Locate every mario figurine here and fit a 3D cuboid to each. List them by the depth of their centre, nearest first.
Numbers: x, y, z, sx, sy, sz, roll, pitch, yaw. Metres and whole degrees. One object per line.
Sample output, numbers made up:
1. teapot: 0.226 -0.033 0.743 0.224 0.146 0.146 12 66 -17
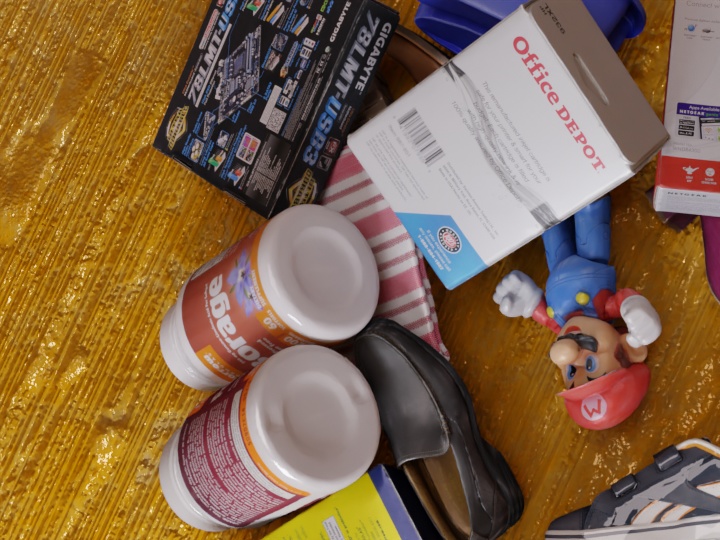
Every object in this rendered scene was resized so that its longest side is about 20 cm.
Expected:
1. mario figurine: 0.167 0.025 1.288 0.105 0.124 0.202 -6 69 -8

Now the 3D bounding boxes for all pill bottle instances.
1. pill bottle: -0.079 0.140 1.313 0.200 0.113 0.115 -33 62 53
2. pill bottle: -0.082 0.031 1.347 0.199 0.111 0.113 -31 65 49

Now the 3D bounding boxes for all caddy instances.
1. caddy: 0.132 -0.225 1.334 0.199 0.141 0.106 27 80 13

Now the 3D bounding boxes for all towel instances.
1. towel: 0.000 0.000 1.368 0.146 0.030 0.202 -20 81 43

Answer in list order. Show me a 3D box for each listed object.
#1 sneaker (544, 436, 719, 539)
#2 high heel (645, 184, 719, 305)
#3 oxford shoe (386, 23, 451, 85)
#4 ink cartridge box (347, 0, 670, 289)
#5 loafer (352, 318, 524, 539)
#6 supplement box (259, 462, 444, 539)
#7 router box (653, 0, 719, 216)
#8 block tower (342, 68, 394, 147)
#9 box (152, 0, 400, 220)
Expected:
1. sneaker: 0.235 0.171 1.254 0.198 0.078 0.080 -9 80 8
2. high heel: 0.306 -0.022 1.270 0.096 0.067 0.201 -42 64 19
3. oxford shoe: 0.075 -0.134 1.386 0.071 0.071 0.200 -46 68 11
4. ink cartridge box: 0.111 -0.100 1.253 0.199 0.084 0.146 -33 92 39
5. loafer: 0.054 0.130 1.290 0.073 0.072 0.201 -34 92 38
6. supplement box: -0.022 0.255 1.315 0.199 0.109 0.110 -33 69 12
7. router box: 0.330 -0.127 1.260 0.198 0.049 0.181 5 71 9
8. block tower: 0.014 -0.109 1.411 0.057 0.054 0.201 -31 69 13
9. box: -0.078 -0.160 1.408 0.198 0.049 0.202 31 99 48
